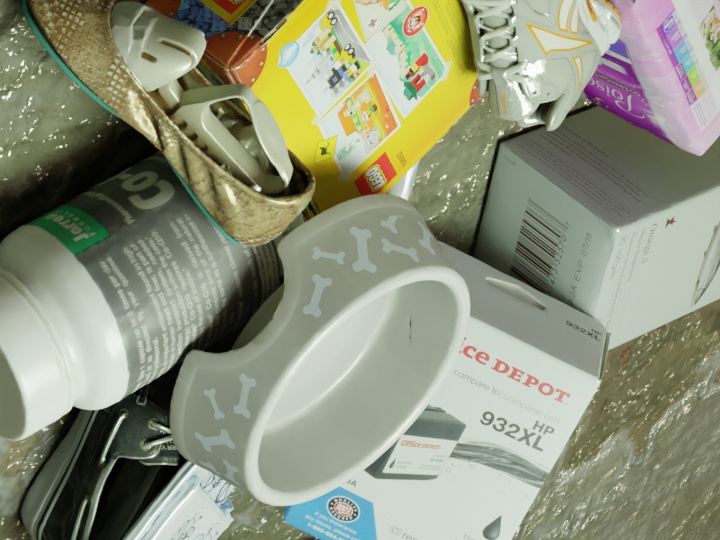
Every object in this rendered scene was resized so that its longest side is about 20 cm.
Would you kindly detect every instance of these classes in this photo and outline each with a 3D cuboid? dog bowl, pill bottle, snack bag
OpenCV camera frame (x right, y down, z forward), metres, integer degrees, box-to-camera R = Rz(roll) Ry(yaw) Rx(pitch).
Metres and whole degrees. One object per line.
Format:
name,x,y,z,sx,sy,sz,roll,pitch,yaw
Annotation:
dog bowl,-0.017,0.053,1.610,0.200,0.059,0.200,-35,150,-24
pill bottle,-0.136,0.008,1.566,0.200,0.113,0.113,-31,143,-29
snack bag,-0.099,0.145,1.763,0.200,0.021,0.189,-52,170,-8

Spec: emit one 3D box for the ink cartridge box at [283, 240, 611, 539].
ink cartridge box,0.057,0.103,1.839,0.200,0.145,0.084,-62,-177,25

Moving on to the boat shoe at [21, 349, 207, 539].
boat shoe,-0.134,0.099,1.697,0.072,0.071,0.200,6,118,-53

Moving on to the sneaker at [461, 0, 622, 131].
sneaker,0.093,-0.138,1.607,0.200,0.076,0.092,34,75,-60

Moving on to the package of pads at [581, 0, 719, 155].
package of pads,0.169,-0.166,1.761,0.076,0.120,0.200,-51,148,-10

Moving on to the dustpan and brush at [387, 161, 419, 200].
dustpan and brush,0.000,0.000,1.746,0.140,0.057,0.201,-60,158,-72

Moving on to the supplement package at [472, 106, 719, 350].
supplement package,0.193,-0.041,1.917,0.200,0.117,0.117,-22,137,-38

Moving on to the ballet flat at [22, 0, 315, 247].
ballet flat,-0.095,-0.096,1.486,0.065,0.071,0.200,-27,123,31

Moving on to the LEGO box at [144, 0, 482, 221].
LEGO box,-0.018,-0.130,1.606,0.149,0.077,0.200,-45,147,-10
